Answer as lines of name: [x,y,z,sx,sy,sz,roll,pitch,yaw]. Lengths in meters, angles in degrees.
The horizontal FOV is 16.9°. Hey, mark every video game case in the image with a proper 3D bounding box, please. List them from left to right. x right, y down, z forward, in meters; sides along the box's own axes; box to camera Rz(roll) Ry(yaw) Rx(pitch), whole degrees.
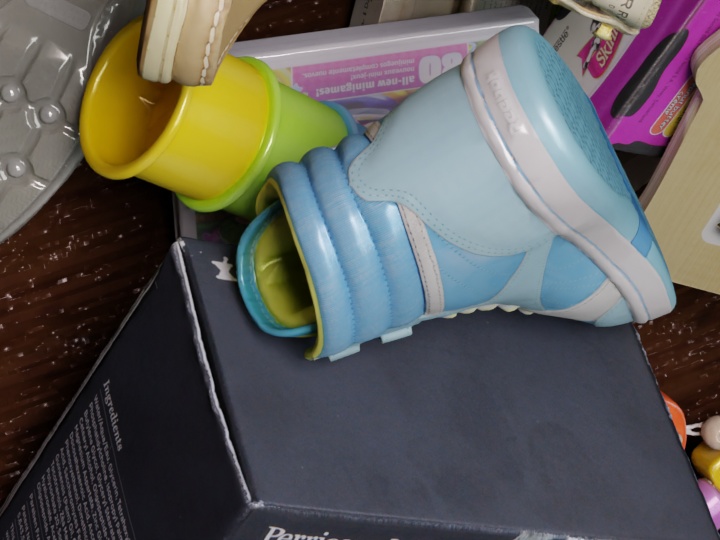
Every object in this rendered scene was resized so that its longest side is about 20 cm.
video game case: [0.000,0.000,0.946,0.143,0.018,0.200,-9,120,-13]

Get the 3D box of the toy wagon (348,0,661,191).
toy wagon: [0.084,-0.079,0.995,0.200,0.040,0.155,9,101,-32]

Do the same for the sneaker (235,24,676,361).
sneaker: [0.030,-0.009,0.832,0.130,0.080,0.200,-26,155,10]

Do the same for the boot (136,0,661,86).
boot: [0.025,-0.112,0.792,0.155,0.073,0.200,26,51,0]

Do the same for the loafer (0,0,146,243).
loafer: [-0.106,-0.094,0.864,0.070,0.070,0.200,31,107,-3]

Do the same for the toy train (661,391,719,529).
toy train: [0.135,0.121,1.081,0.150,0.056,0.200,-15,113,-16]

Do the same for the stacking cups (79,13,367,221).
stacking cups: [-0.005,-0.034,0.872,0.200,0.060,0.061,20,95,-40]

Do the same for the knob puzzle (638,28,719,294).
knob puzzle: [0.213,-0.062,0.911,0.219,0.030,0.220,-3,131,-3]

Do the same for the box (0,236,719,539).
box: [-0.012,0.104,0.897,0.200,0.124,0.197,8,134,-31]

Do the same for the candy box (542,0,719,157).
candy box: [0.183,-0.105,0.947,0.200,0.061,0.136,7,129,-40]
